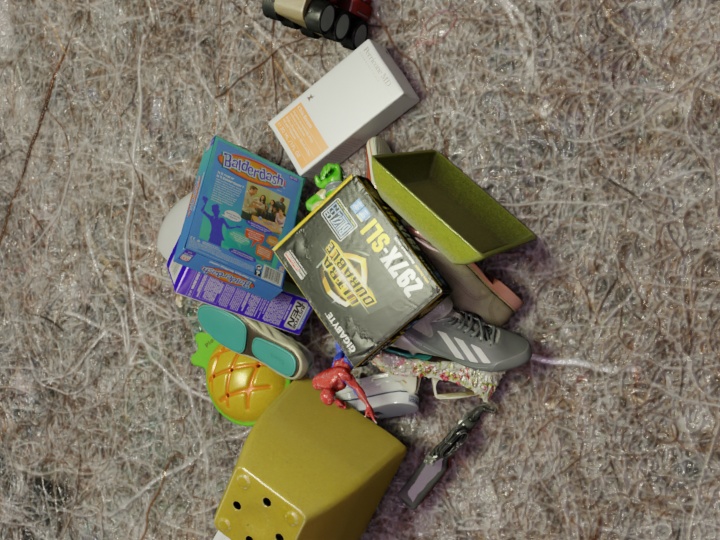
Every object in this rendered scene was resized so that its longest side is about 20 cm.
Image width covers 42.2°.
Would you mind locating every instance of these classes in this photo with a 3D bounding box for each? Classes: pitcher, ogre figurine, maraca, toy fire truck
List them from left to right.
[{"bbox_3d":[-0.199,-0.065,1.436,0.200,0.121,0.172,-43,86,7],"label":"pitcher"},{"bbox_3d":[-0.185,0.150,1.435,0.137,0.107,0.200,-44,61,0],"label":"maraca"},{"bbox_3d":[-0.054,-0.041,1.343,0.200,0.098,0.120,-47,44,27],"label":"ogre figurine"},{"bbox_3d":[-0.051,-0.436,1.322,0.128,0.176,0.201,23,100,22],"label":"toy fire truck"}]

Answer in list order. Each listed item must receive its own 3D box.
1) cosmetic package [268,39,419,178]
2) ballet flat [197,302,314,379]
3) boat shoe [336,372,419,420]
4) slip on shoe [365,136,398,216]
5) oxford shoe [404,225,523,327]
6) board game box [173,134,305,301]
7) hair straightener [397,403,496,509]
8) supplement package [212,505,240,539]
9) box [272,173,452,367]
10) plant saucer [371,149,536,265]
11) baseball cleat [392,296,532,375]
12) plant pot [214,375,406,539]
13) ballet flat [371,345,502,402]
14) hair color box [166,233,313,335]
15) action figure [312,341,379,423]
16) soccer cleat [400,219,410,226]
[{"bbox_3d":[-0.025,-0.234,1.372,0.200,0.071,0.102,-37,77,20],"label":"cosmetic package"},{"bbox_3d":[-0.151,0.098,1.374,0.200,0.069,0.070,30,103,23],"label":"ballet flat"},{"bbox_3d":[0.000,0.185,1.381,0.199,0.074,0.066,-10,61,27],"label":"boat shoe"},{"bbox_3d":[0.021,-0.094,1.359,0.061,0.074,0.201,-1,96,27],"label":"slip on shoe"},{"bbox_3d":[0.128,0.014,1.269,0.200,0.071,0.074,36,93,-10],"label":"oxford shoe"},{"bbox_3d":[-0.167,-0.075,1.316,0.045,0.152,0.201,-38,35,49],"label":"board game box"},{"bbox_3d":[0.121,0.263,1.318,0.041,0.077,0.200,44,106,13],"label":"hair straightener"},{"bbox_3d":[-0.115,0.454,1.386,0.200,0.151,0.152,34,103,19],"label":"supplement package"},{"bbox_3d":[0.000,0.000,1.223,0.160,0.049,0.200,-40,73,17],"label":"box"},{"bbox_3d":[0.118,-0.079,1.249,0.200,0.200,0.048,43,117,17],"label":"plant saucer"},{"bbox_3d":[0.132,0.079,1.241,0.199,0.070,0.107,6,133,6],"label":"baseball cleat"},{"bbox_3d":[-0.091,0.300,1.292,0.195,0.200,0.195,33,118,17],"label":"plant pot"},{"bbox_3d":[0.098,0.145,1.298,0.199,0.076,0.064,9,90,2],"label":"ballet flat"},{"bbox_3d":[-0.175,0.019,1.366,0.065,0.199,0.109,-62,27,12],"label":"hair color box"},{"bbox_3d":[-0.011,0.153,1.318,0.065,0.200,0.099,-23,102,23],"label":"action figure"},{"bbox_3d":[0.105,0.018,1.324,0.086,0.070,0.201,-22,100,-17],"label":"soccer cleat"}]
